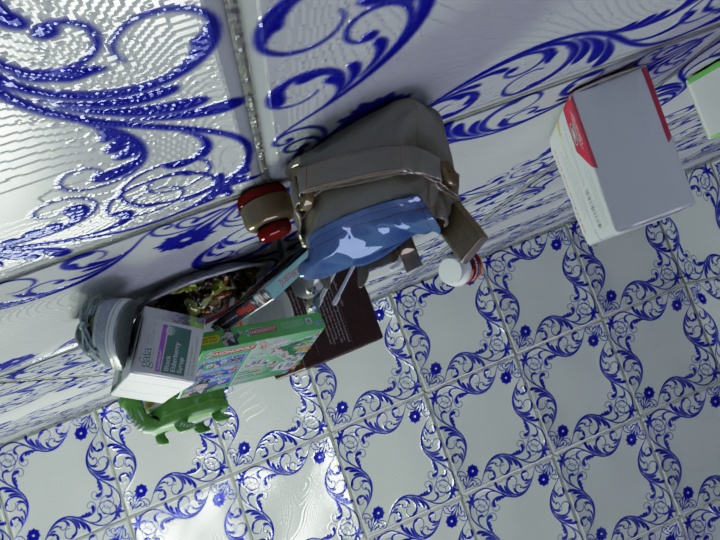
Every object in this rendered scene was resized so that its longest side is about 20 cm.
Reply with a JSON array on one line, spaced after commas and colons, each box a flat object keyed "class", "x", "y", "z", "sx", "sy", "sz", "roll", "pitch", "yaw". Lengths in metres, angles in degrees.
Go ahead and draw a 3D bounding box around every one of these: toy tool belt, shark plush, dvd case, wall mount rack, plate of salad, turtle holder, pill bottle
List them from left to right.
[{"class": "turtle holder", "x": -0.332, "y": 0.230, "z": 1.121, "sx": 0.181, "sy": 0.135, "sz": 0.141, "roll": -14, "pitch": 165, "yaw": -23}, {"class": "plate of salad", "x": -0.205, "y": 0.037, "z": 0.829, "sx": 0.195, "sy": 0.049, "sz": 0.200, "roll": -21, "pitch": 174, "yaw": -2}, {"class": "pill bottle", "x": -0.213, "y": 0.098, "z": 1.035, "sx": 0.197, "sy": 0.117, "sz": 0.113, "roll": -24, "pitch": 173, "yaw": 33}, {"class": "dvd case", "x": -0.114, "y": 0.014, "z": 0.842, "sx": 0.146, "sy": 0.022, "sz": 0.199, "roll": -45, "pitch": -172, "yaw": -36}, {"class": "shark plush", "x": -0.073, "y": -0.012, "z": 0.968, "sx": 0.083, "sy": 0.091, "sz": 0.201, "roll": -43, "pitch": 166, "yaw": -24}, {"class": "toy tool belt", "x": -0.006, "y": -0.036, "z": 0.496, "sx": 0.197, "sy": 0.126, "sz": 0.124, "roll": -24, "pitch": 174, "yaw": 27}, {"class": "wall mount rack", "x": 0.000, "y": 0.000, "z": 1.115, "sx": 0.170, "sy": 0.076, "sz": 0.200, "roll": -23, "pitch": 174, "yaw": 12}, {"class": "pill bottle", "x": 0.343, "y": -0.006, "z": 2.161, "sx": 0.111, "sy": 0.116, "sz": 0.199, "roll": -24, "pitch": 174, "yaw": 29}]

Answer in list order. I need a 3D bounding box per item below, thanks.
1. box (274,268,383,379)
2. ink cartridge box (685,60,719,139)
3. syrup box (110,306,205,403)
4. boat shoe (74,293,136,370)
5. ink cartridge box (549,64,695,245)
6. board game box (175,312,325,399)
[{"class": "box", "x": -0.092, "y": 0.107, "z": 1.306, "sx": 0.196, "sy": 0.170, "sz": 0.163, "roll": -16, "pitch": 172, "yaw": -33}, {"class": "ink cartridge box", "x": 0.527, "y": -0.242, "z": 0.767, "sx": 0.196, "sy": 0.086, "sz": 0.145, "roll": -18, "pitch": 174, "yaw": -30}, {"class": "syrup box", "x": -0.267, "y": 0.116, "z": 0.815, "sx": 0.080, "sy": 0.081, "sz": 0.199, "roll": 15, "pitch": 156, "yaw": -25}, {"class": "boat shoe", "x": -0.288, "y": 0.068, "z": 0.697, "sx": 0.063, "sy": 0.077, "sz": 0.201, "roll": 11, "pitch": 170, "yaw": -20}, {"class": "ink cartridge box", "x": 0.280, "y": -0.116, "z": 0.701, "sx": 0.084, "sy": 0.151, "sz": 0.200, "roll": -20, "pitch": 176, "yaw": 12}, {"class": "board game box", "x": -0.160, "y": 0.122, "z": 0.910, "sx": 0.196, "sy": 0.030, "sz": 0.135, "roll": -7, "pitch": 147, "yaw": -39}]
